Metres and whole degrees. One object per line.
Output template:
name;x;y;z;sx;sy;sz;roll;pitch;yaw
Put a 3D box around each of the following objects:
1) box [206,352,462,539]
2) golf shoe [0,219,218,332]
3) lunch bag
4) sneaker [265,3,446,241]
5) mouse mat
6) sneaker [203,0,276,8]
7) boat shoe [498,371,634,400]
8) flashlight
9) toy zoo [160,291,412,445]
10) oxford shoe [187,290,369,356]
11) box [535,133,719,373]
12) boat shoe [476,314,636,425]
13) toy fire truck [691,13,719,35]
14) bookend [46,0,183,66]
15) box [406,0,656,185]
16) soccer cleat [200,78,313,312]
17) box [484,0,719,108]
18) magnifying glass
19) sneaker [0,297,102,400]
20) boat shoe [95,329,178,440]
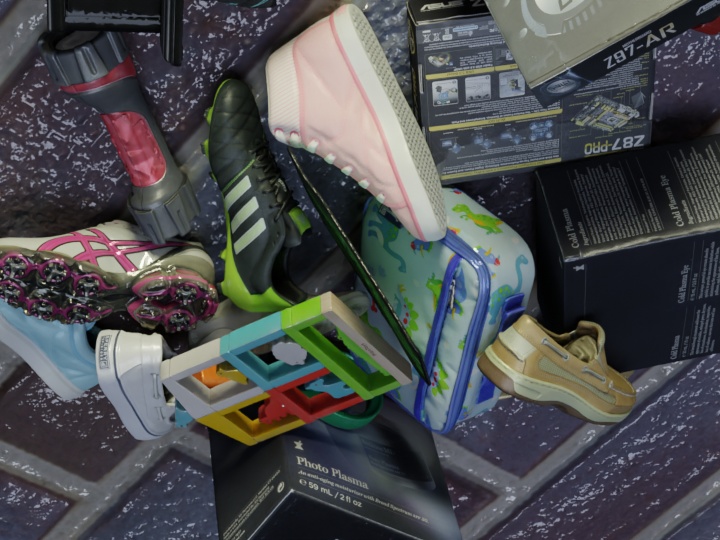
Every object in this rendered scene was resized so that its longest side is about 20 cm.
box;-0.027;0.203;1.355;0.200;0.198;0.123;26;117;-27
golf shoe;-0.222;-0.003;1.224;0.200;0.092;0.073;9;131;-22
lunch bag;0.066;0.030;1.253;0.082;0.161;0.200;-20;137;-36
sneaker;-0.009;-0.103;1.162;0.105;0.075;0.200;-24;96;16
mouse mat;0.000;0.000;1.173;0.008;0.200;0.161;-33;164;-3
sneaker;-0.048;-0.272;1.066;0.079;0.075;0.200;19;130;-39
boat shoe;0.166;0.103;1.381;0.200;0.073;0.063;-2;85;1
flashlight;-0.189;-0.109;1.158;0.068;0.068;0.200;-27;127;-10
toy zoo;-0.074;0.091;1.215;0.200;0.020;0.131;-24;138;23
oxford shoe;-0.080;0.040;1.268;0.200;0.058;0.075;-17;168;36
box;0.253;-0.008;1.272;0.182;0.104;0.200;-12;143;-2
boat shoe;0.185;0.080;1.226;0.200;0.072;0.076;16;110;-51
toy fire truck;0.320;-0.255;1.098;0.200;0.129;0.176;8;113;-38
bookend;-0.223;-0.256;1.022;0.200;0.092;0.199;1;128;-10
box;0.143;-0.158;1.194;0.200;0.049;0.161;-10;127;-3
soccer cleat;-0.081;-0.060;1.192;0.081;0.068;0.200;5;113;24
box;0.156;-0.241;1.039;0.160;0.200;0.044;-28;158;12
magnifying glass;-0.063;0.103;1.304;0.200;0.080;0.022;10;138;-38
sneaker;-0.277;0.030;1.262;0.082;0.074;0.200;-31;136;5
boat shoe;-0.181;0.105;1.289;0.065;0.074;0.200;-3;162;5
